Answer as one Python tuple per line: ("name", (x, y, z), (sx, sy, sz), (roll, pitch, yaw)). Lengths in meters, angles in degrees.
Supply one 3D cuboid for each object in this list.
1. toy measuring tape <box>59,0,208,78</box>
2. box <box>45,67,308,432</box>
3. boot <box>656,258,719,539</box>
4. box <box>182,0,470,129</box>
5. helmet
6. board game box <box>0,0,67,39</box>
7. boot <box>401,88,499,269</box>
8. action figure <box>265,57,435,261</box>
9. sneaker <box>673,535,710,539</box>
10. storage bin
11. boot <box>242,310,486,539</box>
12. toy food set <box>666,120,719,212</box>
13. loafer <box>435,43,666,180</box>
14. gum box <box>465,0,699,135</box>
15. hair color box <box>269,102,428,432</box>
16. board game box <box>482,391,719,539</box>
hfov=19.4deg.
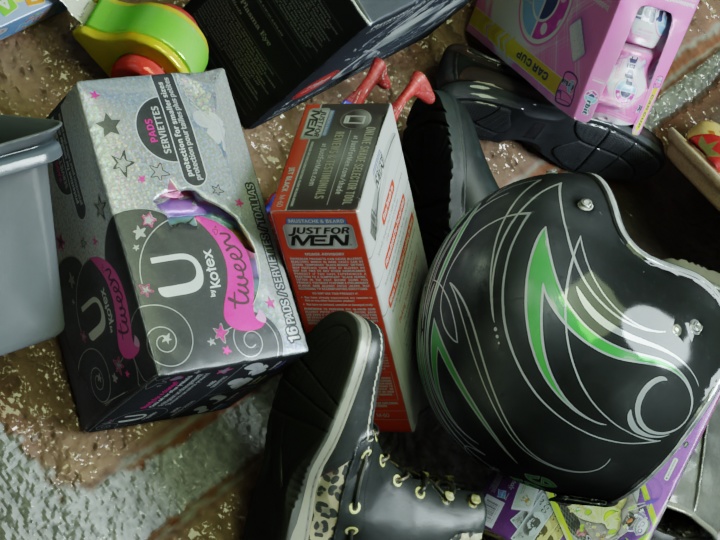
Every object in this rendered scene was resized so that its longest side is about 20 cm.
("toy measuring tape", (-0.161, -0.173, 1.424), (0.200, 0.073, 0.074), (49, 51, -31))
("box", (-0.134, -0.013, 1.363), (0.114, 0.132, 0.201), (-10, 75, -32))
("boot", (0.271, 0.106, 1.564), (0.181, 0.073, 0.200), (16, 57, -12))
("box", (0.003, -0.212, 1.500), (0.200, 0.182, 0.104), (-32, 88, -36))
("helmet", (0.130, 0.041, 1.397), (0.190, 0.200, 0.200), (35, 56, -9))
("board game box", (-0.271, -0.259, 1.446), (0.151, 0.037, 0.200), (-32, 89, -37))
("boot", (0.120, -0.035, 1.563), (0.162, 0.073, 0.199), (-1, 78, -29))
("action figure", (-0.021, -0.060, 1.493), (0.065, 0.052, 0.200), (25, 64, 27))
("sneaker", (0.317, 0.258, 1.520), (0.200, 0.131, 0.080), (50, 55, -2))
("storage bin", (-0.281, -0.007, 1.285), (0.200, 0.145, 0.135), (-19, 107, -35))
("boot", (0.015, 0.128, 1.387), (0.153, 0.073, 0.204), (8, 107, -32))
("toy food set", (0.316, -0.045, 1.634), (0.198, 0.049, 0.200), (47, 9, 15))
("loafer", (0.149, -0.126, 1.623), (0.199, 0.072, 0.063), (15, 58, -22))
("gum box", (0.164, -0.190, 1.563), (0.066, 0.114, 0.200), (11, 21, -28))
("hair color box", (0.000, 0.000, 1.397), (0.064, 0.200, 0.111), (1, 42, 15))
("board game box", (0.174, 0.119, 1.488), (0.120, 0.032, 0.200), (25, 76, 16))
